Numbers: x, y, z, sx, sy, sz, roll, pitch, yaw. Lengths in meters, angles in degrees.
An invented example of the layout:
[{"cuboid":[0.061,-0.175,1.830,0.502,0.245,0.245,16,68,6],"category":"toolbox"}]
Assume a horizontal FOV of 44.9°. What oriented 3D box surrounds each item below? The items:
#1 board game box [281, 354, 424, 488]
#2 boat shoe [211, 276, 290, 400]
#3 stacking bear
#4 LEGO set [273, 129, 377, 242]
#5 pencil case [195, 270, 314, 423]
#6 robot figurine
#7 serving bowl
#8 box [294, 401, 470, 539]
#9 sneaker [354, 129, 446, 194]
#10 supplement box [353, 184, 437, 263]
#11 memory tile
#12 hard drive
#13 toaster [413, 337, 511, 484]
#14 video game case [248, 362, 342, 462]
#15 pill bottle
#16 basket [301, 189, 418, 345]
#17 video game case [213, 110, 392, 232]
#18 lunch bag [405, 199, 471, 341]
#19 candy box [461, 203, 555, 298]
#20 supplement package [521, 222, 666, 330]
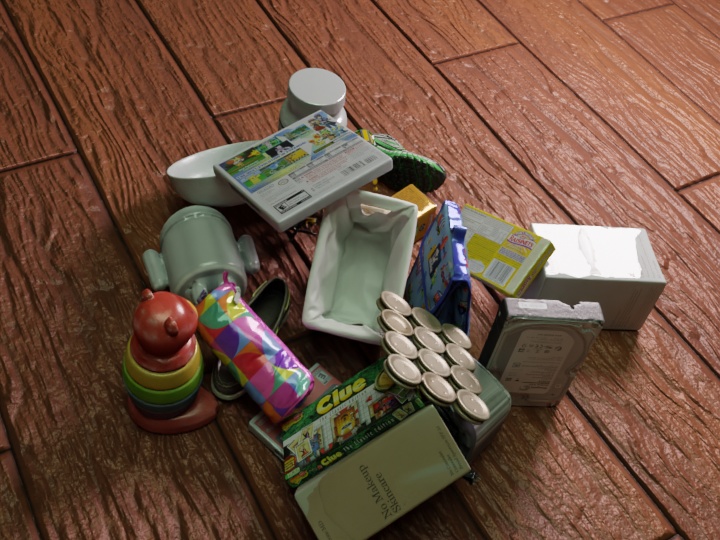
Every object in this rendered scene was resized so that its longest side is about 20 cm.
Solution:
[{"cuboid":[-0.014,0.181,1.091,0.198,0.024,0.105,-34,28,12],"category":"board game box"},{"cuboid":[-0.154,0.092,1.238,0.070,0.060,0.202,23,48,8],"category":"boat shoe"},{"cuboid":[-0.248,0.107,1.110,0.112,0.202,0.122,-23,56,-28],"category":"stacking bear"},{"cuboid":[-0.044,-0.119,1.367,0.150,0.201,0.118,4,53,-25],"category":"LEGO set"},{"cuboid":[-0.144,0.104,1.151,0.201,0.088,0.088,49,54,3],"category":"pencil case"},{"cuboid":[-0.233,-0.013,1.279,0.166,0.114,0.202,-7,49,-20],"category":"robot figurine"},{"cuboid":[-0.200,-0.145,1.367,0.195,0.067,0.201,-10,21,4],"category":"serving bowl"},{"cuboid":[0.026,0.251,1.051,0.198,0.078,0.096,-34,84,-3],"category":"box"},{"cuboid":[0.061,-0.201,1.531,0.196,0.079,0.086,23,47,10],"category":"sneaker"},{"cuboid":[0.036,-0.059,1.408,0.068,0.067,0.199,37,53,22],"category":"supplement box"},{"cuboid":[0.087,0.107,1.106,0.151,0.017,0.201,28,25,-16],"category":"memory tile"},{"cuboid":[0.237,0.118,1.199,0.136,0.202,0.038,4,49,-9],"category":"hard drive"},{"cuboid":[0.114,0.181,1.167,0.199,0.115,0.128,38,38,24],"category":"toaster"},{"cuboid":[-0.034,0.228,1.171,0.199,0.018,0.142,37,52,21],"category":"video game case"},{"cuboid":[-0.081,-0.221,1.437,0.113,0.202,0.118,6,47,-6],"category":"pill bottle"},{"cuboid":[0.000,0.000,1.256,0.132,0.123,0.205,12,82,1],"category":"basket"},{"cuboid":[-0.083,-0.146,1.238,0.198,0.022,0.182,-31,47,-22],"category":"video game case"},{"cuboid":[0.128,0.012,1.270,0.092,0.203,0.153,6,46,-6],"category":"lunch bag"},{"cuboid":[0.202,-0.032,1.359,0.103,0.026,0.199,-50,39,-7],"category":"candy box"},{"cuboid":[0.356,0.010,1.374,0.195,0.119,0.119,2,48,-9],"category":"supplement package"}]
